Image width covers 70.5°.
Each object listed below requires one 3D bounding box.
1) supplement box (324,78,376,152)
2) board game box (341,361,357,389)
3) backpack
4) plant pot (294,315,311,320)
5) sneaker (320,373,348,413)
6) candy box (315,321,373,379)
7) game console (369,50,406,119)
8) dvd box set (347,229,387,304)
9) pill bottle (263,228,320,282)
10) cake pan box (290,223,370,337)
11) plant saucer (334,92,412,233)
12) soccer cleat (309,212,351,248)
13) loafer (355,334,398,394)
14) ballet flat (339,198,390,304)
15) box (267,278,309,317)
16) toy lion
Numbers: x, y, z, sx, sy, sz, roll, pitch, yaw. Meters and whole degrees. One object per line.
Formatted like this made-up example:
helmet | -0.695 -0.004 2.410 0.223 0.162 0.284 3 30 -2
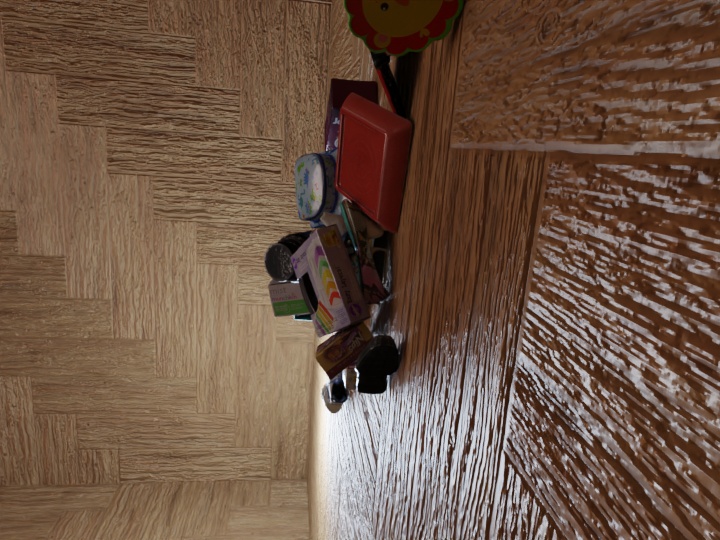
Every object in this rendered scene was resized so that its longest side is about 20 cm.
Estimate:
supplement box | -0.028 -0.371 1.262 0.200 0.109 0.087 113 157 -68
board game box | -0.024 0.190 1.343 0.135 0.034 0.203 -115 28 -73
backpack | -0.055 -0.184 1.138 0.199 0.146 0.186 -4 89 53
plant pot | -0.282 0.183 2.803 0.200 0.139 0.144 -95 8 -82
sneaker | -0.073 0.365 1.510 0.086 0.076 0.202 -106 19 -52
candy box | -0.032 0.154 1.055 0.057 0.116 0.200 54 176 -2
game console | 0.075 -0.387 0.870 0.201 0.117 0.173 -96 -19 -48
dvd box set | -0.002 -0.013 1.083 0.200 0.029 0.149 -168 84 -69
pill bottle | -0.132 -0.034 1.193 0.199 0.111 0.114 -19 -64 -61
cake pan box | -0.066 0.028 1.002 0.200 0.052 0.187 -30 77 64
plant saucer | 0.009 -0.195 0.923 0.200 0.036 0.202 44 138 45
soccer cleat | -0.077 -0.041 1.108 0.070 0.085 0.201 -76 9 -55
loafer | 0.025 0.153 0.900 0.201 0.072 0.073 107 167 -57
ballet flat | 0.015 -0.040 0.957 0.069 0.070 0.203 93 164 -87
box | -0.124 0.037 1.358 0.177 0.197 0.098 -77 -21 -69
toy lion | 0.054 -0.342 0.560 0.199 0.191 0.069 -29 48 32
